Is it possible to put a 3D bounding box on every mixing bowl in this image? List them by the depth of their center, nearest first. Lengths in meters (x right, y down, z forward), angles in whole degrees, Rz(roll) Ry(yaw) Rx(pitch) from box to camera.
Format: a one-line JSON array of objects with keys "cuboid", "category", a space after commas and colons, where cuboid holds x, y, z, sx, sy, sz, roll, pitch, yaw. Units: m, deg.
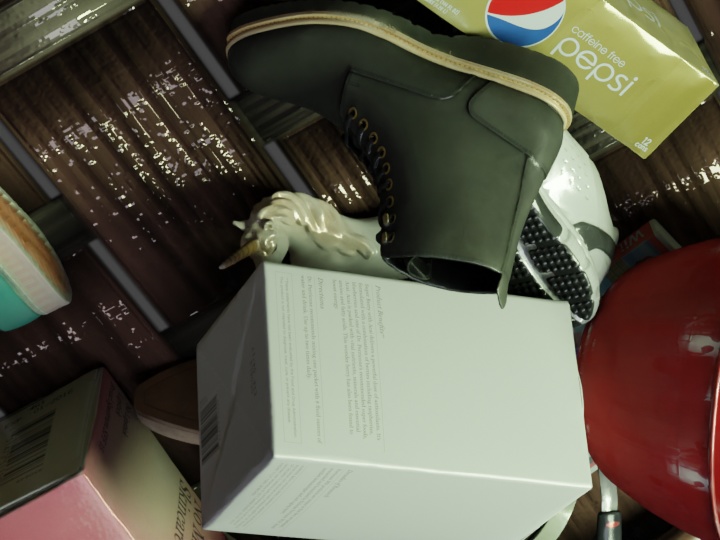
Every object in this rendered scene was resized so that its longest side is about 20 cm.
[{"cuboid": [0.197, 0.067, 1.236, 0.107, 0.201, 0.201, 8, 135, 26], "category": "mixing bowl"}]

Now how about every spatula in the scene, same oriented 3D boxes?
[{"cuboid": [0.159, 0.141, 1.316, 0.056, 0.021, 0.202, -4, 95, -26], "category": "spatula"}]

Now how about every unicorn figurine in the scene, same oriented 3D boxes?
[{"cuboid": [0.000, 0.000, 1.230, 0.198, 0.074, 0.138, -19, 131, -17], "category": "unicorn figurine"}]

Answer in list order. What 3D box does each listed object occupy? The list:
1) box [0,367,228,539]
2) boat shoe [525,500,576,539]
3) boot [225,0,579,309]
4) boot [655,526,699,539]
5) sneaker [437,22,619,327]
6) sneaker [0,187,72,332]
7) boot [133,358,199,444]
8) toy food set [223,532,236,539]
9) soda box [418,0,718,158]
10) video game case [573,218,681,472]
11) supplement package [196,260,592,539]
[{"cuboid": [-0.158, 0.186, 1.274, 0.108, 0.128, 0.201, -27, 115, 13], "category": "box"}, {"cuboid": [0.072, 0.190, 1.385, 0.060, 0.072, 0.201, 30, 129, -11], "category": "boat shoe"}, {"cuboid": [0.006, -0.064, 1.089, 0.198, 0.139, 0.078, 10, 155, 17], "category": "boot"}, {"cuboid": [0.176, 0.218, 1.383, 0.199, 0.065, 0.187, -32, 157, -4], "category": "boot"}, {"cuboid": [0.095, -0.066, 1.199, 0.073, 0.080, 0.201, -6, 121, 35], "category": "sneaker"}, {"cuboid": [-0.248, -0.030, 1.148, 0.079, 0.072, 0.201, -29, 129, 7], "category": "sneaker"}, {"cuboid": [-0.040, 0.121, 1.317, 0.198, 0.071, 0.147, -1, 141, 5], "category": "boot"}, {"cuboid": [-0.119, 0.274, 1.422, 0.199, 0.061, 0.143, -37, 126, 17], "category": "toy food set"}, {"cuboid": [0.107, -0.147, 1.127, 0.199, 0.068, 0.064, 30, 117, -30], "category": "soda box"}, {"cuboid": [0.154, 0.067, 1.339, 0.199, 0.018, 0.143, -37, 125, 17], "category": "video game case"}, {"cuboid": [0.017, 0.084, 1.171, 0.198, 0.122, 0.120, 8, 150, -22], "category": "supplement package"}]
